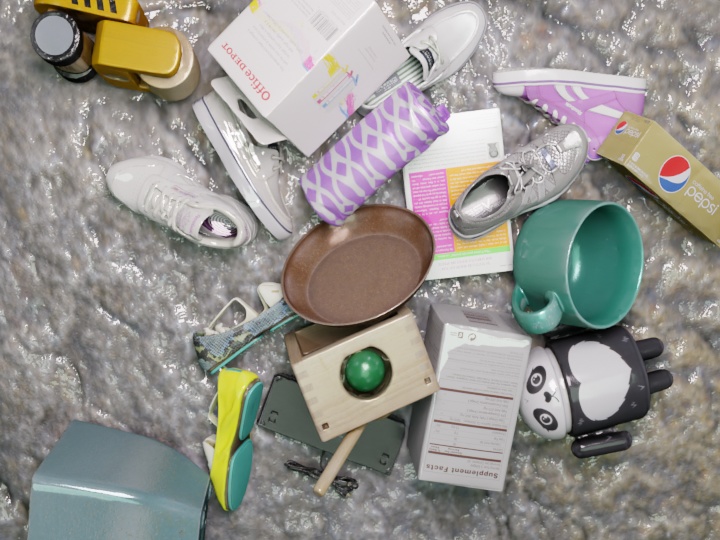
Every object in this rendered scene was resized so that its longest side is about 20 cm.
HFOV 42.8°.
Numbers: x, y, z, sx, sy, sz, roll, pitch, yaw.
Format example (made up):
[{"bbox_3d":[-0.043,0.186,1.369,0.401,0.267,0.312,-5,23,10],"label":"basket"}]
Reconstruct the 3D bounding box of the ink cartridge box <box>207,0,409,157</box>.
[{"bbox_3d":[-0.067,-0.245,1.066,0.200,0.125,0.129,-43,64,6],"label":"ink cartridge box"}]

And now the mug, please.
[{"bbox_3d":[0.249,-0.010,1.131,0.182,0.113,0.156,-4,98,-37],"label":"mug"}]

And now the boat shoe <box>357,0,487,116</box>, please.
[{"bbox_3d":[0.077,-0.254,1.123,0.199,0.067,0.074,-41,100,5],"label":"boat shoe"}]

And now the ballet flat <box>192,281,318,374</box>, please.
[{"bbox_3d":[-0.130,0.055,1.171,0.198,0.074,0.075,-32,101,1],"label":"ballet flat"}]

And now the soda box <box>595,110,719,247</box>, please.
[{"bbox_3d":[0.389,-0.111,1.140,0.198,0.068,0.065,32,98,-25],"label":"soda box"}]

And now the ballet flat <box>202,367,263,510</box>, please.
[{"bbox_3d":[-0.172,0.216,1.200,0.066,0.067,0.204,19,114,18],"label":"ballet flat"}]

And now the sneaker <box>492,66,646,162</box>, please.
[{"bbox_3d":[0.256,-0.192,1.144,0.195,0.073,0.117,6,103,-4],"label":"sneaker"}]

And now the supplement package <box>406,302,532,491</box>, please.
[{"bbox_3d":[0.135,0.159,1.178,0.114,0.117,0.205,8,101,-7],"label":"supplement package"}]

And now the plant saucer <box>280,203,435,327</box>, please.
[{"bbox_3d":[0.000,0.000,1.120,0.197,0.202,0.037,-22,133,2],"label":"plant saucer"}]

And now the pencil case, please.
[{"bbox_3d":[0.016,-0.137,1.112,0.199,0.085,0.085,-39,60,20],"label":"pencil case"}]

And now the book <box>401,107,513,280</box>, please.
[{"bbox_3d":[0.120,-0.096,1.167,0.130,0.048,0.205,-7,99,-1],"label":"book"}]

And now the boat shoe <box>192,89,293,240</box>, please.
[{"bbox_3d":[-0.128,-0.136,1.136,0.069,0.071,0.202,-30,94,6],"label":"boat shoe"}]

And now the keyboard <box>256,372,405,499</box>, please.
[{"bbox_3d":[-0.044,0.227,1.231,0.196,0.021,0.129,22,92,-6],"label":"keyboard"}]

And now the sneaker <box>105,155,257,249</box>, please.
[{"bbox_3d":[-0.219,-0.084,1.123,0.196,0.100,0.076,22,101,-5],"label":"sneaker"}]

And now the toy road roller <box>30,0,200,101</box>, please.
[{"bbox_3d":[-0.280,-0.292,1.073,0.195,0.123,0.150,11,89,-4],"label":"toy road roller"}]

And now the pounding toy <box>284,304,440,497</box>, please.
[{"bbox_3d":[-0.005,0.140,1.116,0.181,0.200,0.145,-23,102,-4],"label":"pounding toy"}]

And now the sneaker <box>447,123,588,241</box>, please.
[{"bbox_3d":[0.192,-0.104,1.099,0.199,0.082,0.075,-38,79,3],"label":"sneaker"}]

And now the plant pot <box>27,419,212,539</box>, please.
[{"bbox_3d":[-0.291,0.320,1.145,0.195,0.197,0.201,6,100,-5],"label":"plant pot"}]

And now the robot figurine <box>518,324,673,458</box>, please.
[{"bbox_3d":[0.294,0.143,1.178,0.195,0.152,0.126,-14,131,-1],"label":"robot figurine"}]
